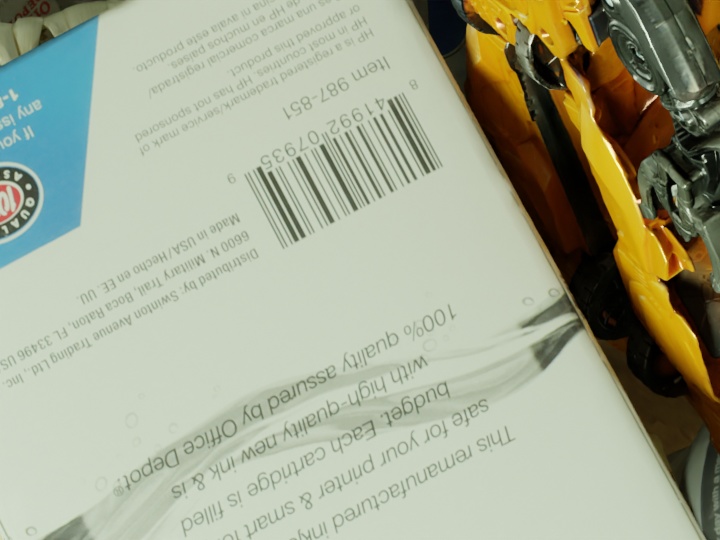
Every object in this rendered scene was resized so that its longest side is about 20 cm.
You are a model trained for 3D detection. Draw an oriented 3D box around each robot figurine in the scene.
[{"bbox_3d":[0.067,-0.037,0.690,0.145,0.058,0.200,45,165,44],"label":"robot figurine"}]

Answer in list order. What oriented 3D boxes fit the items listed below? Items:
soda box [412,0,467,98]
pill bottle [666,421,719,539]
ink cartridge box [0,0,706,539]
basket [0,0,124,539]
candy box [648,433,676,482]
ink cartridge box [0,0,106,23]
[{"bbox_3d":[0.031,-0.113,0.755,0.064,0.068,0.200,30,145,14],"label":"soda box"},{"bbox_3d":[0.159,0.067,0.798,0.111,0.111,0.200,47,145,-10],"label":"pill bottle"},{"bbox_3d":[-0.018,0.034,0.705,0.200,0.145,0.084,62,177,12],"label":"ink cartridge box"},{"bbox_3d":[-0.086,0.036,0.819,0.136,0.123,0.201,111,150,-71],"label":"basket"},{"bbox_3d":[0.047,0.156,0.837,0.056,0.117,0.200,2,132,-17],"label":"candy box"},{"bbox_3d":[-0.170,-0.103,0.949,0.146,0.083,0.200,-2,127,45],"label":"ink cartridge box"}]
